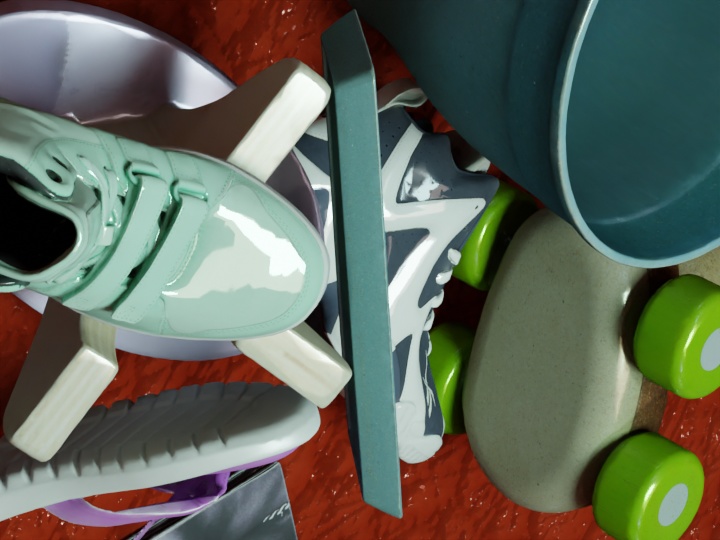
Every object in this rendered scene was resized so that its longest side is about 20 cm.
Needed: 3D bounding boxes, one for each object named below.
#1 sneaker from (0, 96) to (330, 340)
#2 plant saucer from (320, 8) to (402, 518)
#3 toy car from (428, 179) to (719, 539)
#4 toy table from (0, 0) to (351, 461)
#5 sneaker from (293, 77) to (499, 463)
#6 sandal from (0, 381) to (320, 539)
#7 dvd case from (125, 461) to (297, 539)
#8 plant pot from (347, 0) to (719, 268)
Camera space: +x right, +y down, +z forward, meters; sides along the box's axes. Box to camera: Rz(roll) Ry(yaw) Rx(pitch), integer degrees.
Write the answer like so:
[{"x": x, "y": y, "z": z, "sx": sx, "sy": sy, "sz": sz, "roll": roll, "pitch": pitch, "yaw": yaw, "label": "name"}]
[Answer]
[{"x": -0.090, "y": -0.006, "z": 0.766, "sx": 0.199, "sy": 0.118, "sz": 0.074, "roll": 20, "pitch": 103, "yaw": -24, "label": "sneaker"}, {"x": 0.000, "y": 0.000, "z": 0.903, "sx": 0.019, "sy": 0.070, "sz": 0.202, "roll": -5, "pitch": 117, "yaw": -5, "label": "plant saucer"}, {"x": 0.152, "y": 0.036, "z": 1.137, "sx": 0.199, "sy": 0.164, "sz": 0.159, "roll": -8, "pitch": 118, "yaw": -45, "label": "toy car"}, {"x": -0.086, "y": -0.020, "z": 0.893, "sx": 0.199, "sy": 0.117, "sz": 0.185, "roll": 23, "pitch": 103, "yaw": -25, "label": "toy table"}, {"x": 0.028, "y": -0.007, "z": 1.059, "sx": 0.129, "sy": 0.079, "sz": 0.200, "roll": -36, "pitch": 122, "yaw": -9, "label": "sneaker"}, {"x": -0.104, "y": 0.090, "z": 0.944, "sx": 0.083, "sy": 0.201, "sz": 0.050, "roll": -53, "pitch": 127, "yaw": -62, "label": "sandal"}, {"x": -0.108, "y": 0.198, "z": 1.100, "sx": 0.199, "sy": 0.016, "sz": 0.150, "roll": -30, "pitch": 129, "yaw": -25, "label": "dvd case"}, {"x": 0.095, "y": -0.133, "z": 0.968, "sx": 0.199, "sy": 0.188, "sz": 0.202, "roll": -25, "pitch": 131, "yaw": -31, "label": "plant pot"}]
